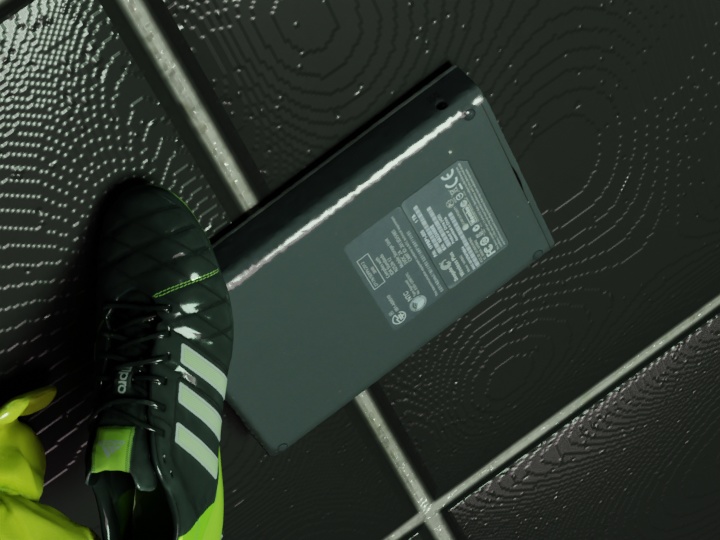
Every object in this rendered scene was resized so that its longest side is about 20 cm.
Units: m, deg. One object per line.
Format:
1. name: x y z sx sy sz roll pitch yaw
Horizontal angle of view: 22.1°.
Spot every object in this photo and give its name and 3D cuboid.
1. hard drive: 0.000 0.000 0.982 0.199 0.033 0.140 -37 138 -4
2. soccer cleat: -0.100 0.061 0.882 0.081 0.067 0.202 -23 112 -66
3. bird rattle: -0.229 0.136 0.889 0.198 0.113 0.164 -9 146 -26
